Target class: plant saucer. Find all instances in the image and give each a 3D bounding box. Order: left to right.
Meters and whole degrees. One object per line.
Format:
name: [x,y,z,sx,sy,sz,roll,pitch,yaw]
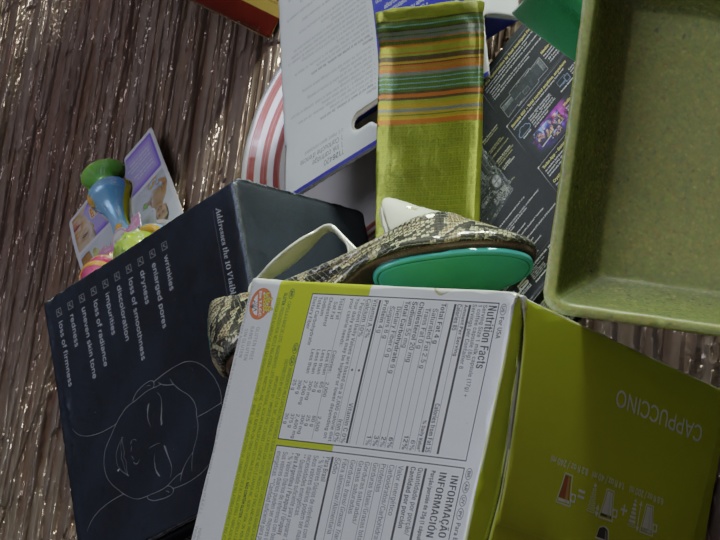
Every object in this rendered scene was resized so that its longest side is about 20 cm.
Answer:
plant saucer: [0.203,-0.059,1.121,0.048,0.200,0.200,89,-170,-81]

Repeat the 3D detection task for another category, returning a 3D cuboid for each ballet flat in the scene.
ballet flat: [0.000,0.000,1.271,0.200,0.068,0.075,-23,57,4]

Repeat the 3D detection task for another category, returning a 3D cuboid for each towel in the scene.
towel: [0.040,-0.064,1.323,0.086,0.018,0.200,-3,83,46]

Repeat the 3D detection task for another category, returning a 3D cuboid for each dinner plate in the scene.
dinner plate: [-0.008,-0.090,1.479,0.200,0.024,0.200,-22,59,42]

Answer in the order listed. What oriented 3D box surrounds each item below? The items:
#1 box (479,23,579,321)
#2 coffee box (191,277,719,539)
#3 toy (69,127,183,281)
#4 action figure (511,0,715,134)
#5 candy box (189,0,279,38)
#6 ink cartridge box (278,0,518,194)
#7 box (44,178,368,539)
box: [0.127,-0.078,1.304,0.200,0.044,0.160,-52,42,19]
coffee box: [0.052,0.129,1.165,0.198,0.200,0.200,2,74,44]
toy: [-0.177,-0.004,1.612,0.115,0.047,0.200,-45,44,28]
action figure: [0.190,-0.100,1.176,0.118,0.055,0.200,-40,78,-8]
candy box: [-0.146,-0.248,1.633,0.056,0.117,0.200,-60,39,9]
ink cartridge box: [0.021,-0.164,1.423,0.198,0.047,0.200,-29,56,41]
box: [-0.088,0.078,1.399,0.197,0.124,0.200,-31,60,39]
